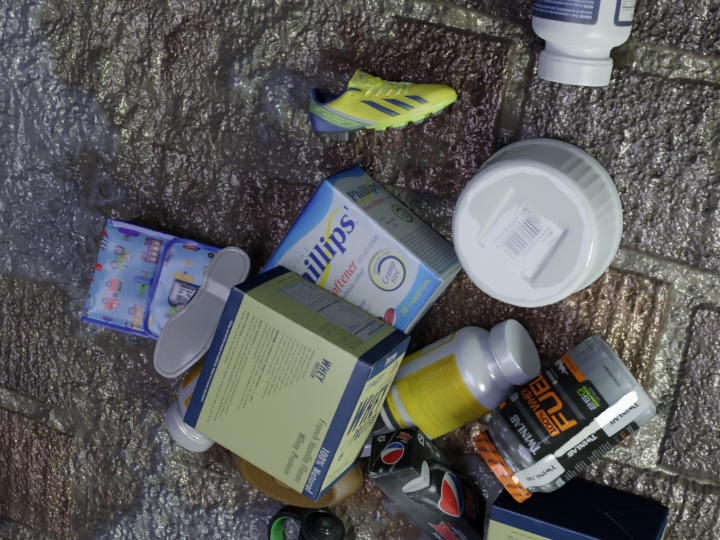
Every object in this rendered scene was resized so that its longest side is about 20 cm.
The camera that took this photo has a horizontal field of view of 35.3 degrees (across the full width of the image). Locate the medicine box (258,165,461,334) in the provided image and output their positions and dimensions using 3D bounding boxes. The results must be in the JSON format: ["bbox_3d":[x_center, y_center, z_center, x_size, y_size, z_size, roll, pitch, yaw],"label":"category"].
[{"bbox_3d":[0.000,0.000,1.465,0.200,0.103,0.182,40,117,9],"label":"medicine box"}]

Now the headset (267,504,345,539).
[{"bbox_3d":[-0.058,0.409,1.609,0.199,0.094,0.124,8,116,34],"label":"headset"}]

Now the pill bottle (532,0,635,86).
[{"bbox_3d":[0.251,-0.312,1.255,0.110,0.111,0.201,13,109,21],"label":"pill bottle"}]

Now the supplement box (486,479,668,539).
[{"bbox_3d":[0.263,0.385,1.426,0.199,0.134,0.201,14,110,22],"label":"supplement box"}]

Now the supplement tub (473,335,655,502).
[{"bbox_3d":[0.242,0.182,1.360,0.200,0.123,0.123,-38,87,5],"label":"supplement tub"}]

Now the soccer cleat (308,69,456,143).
[{"bbox_3d":[0.022,-0.214,1.416,0.199,0.065,0.084,-8,99,27],"label":"soccer cleat"}]

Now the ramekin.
[{"bbox_3d":[0.206,-0.053,1.358,0.200,0.098,0.202,7,107,23],"label":"ramekin"}]

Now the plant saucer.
[{"bbox_3d":[-0.097,0.278,1.567,0.199,0.036,0.201,13,143,10],"label":"plant saucer"}]

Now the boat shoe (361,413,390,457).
[{"bbox_3d":[-0.038,0.201,1.554,0.201,0.075,0.086,-2,121,32],"label":"boat shoe"}]

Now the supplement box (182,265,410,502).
[{"bbox_3d":[-0.078,0.135,1.400,0.199,0.134,0.201,28,111,15],"label":"supplement box"}]

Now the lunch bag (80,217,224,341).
[{"bbox_3d":[-0.272,0.025,1.602,0.199,0.094,0.151,15,92,8],"label":"lunch bag"}]

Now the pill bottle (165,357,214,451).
[{"bbox_3d":[-0.186,0.168,1.593,0.113,0.113,0.200,49,118,5],"label":"pill bottle"}]

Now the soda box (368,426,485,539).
[{"bbox_3d":[0.090,0.285,1.469,0.071,0.064,0.200,-16,134,28],"label":"soda box"}]

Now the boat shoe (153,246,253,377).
[{"bbox_3d":[-0.210,0.058,1.536,0.075,0.062,0.201,27,86,11],"label":"boat shoe"}]

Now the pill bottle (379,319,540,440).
[{"bbox_3d":[0.125,0.139,1.442,0.200,0.112,0.112,-29,92,29],"label":"pill bottle"}]
